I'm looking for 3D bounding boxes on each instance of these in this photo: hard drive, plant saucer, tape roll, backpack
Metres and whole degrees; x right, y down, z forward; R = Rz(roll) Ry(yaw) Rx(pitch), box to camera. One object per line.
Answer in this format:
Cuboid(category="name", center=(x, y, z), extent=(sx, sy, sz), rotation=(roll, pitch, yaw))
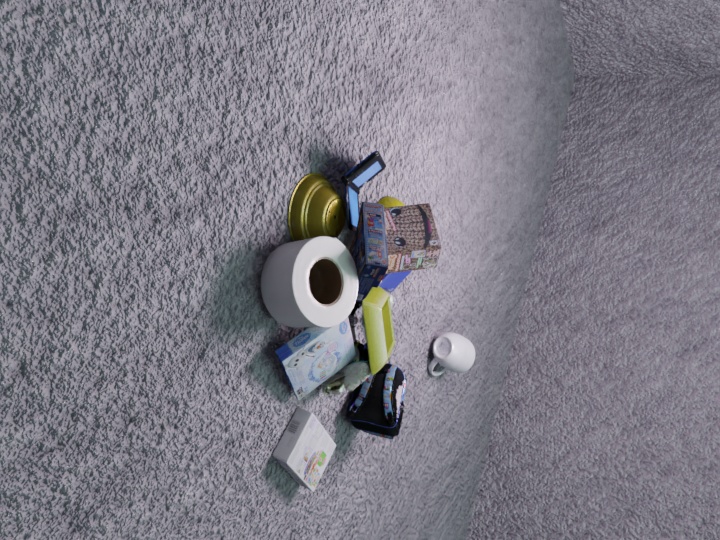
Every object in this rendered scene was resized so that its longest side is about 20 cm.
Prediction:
Cuboid(category="hard drive", center=(0.129, -0.009, 1.772), extent=(0.200, 0.026, 0.130), rotation=(-47, 155, 19))
Cuboid(category="plant saucer", center=(0.057, 0.158, 1.552), extent=(0.200, 0.046, 0.208), rotation=(-45, 128, -73))
Cuboid(category="tape roll", center=(-0.119, 0.030, 1.318), extent=(0.198, 0.137, 0.212), rotation=(6, 82, -42))
Cuboid(category="backpack", center=(0.060, 0.403, 1.770), extent=(0.136, 0.176, 0.206), rotation=(68, 32, -54))

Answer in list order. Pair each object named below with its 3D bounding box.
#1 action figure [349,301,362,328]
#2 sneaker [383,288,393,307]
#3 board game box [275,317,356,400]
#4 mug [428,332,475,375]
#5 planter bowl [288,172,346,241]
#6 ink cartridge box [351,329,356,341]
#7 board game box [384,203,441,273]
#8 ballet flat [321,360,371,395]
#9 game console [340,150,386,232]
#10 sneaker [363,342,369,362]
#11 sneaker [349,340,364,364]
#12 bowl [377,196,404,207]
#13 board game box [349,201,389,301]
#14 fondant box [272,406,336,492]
Cuboid(category="action figure", center=(-0.036, 0.094, 1.516), extent=(0.197, 0.099, 0.124), rotation=(-1, 97, -55))
Cuboid(category="sneaker", center=(0.052, 0.159, 1.785), extent=(0.085, 0.074, 0.208), rotation=(-12, 113, -32))
Cuboid(category="board game box", center=(-0.107, 0.215, 1.433), extent=(0.195, 0.043, 0.203), rotation=(-32, 144, -17))
Cuboid(category="mug", center=(0.355, 0.349, 2.286), extent=(0.201, 0.148, 0.174), rotation=(-50, 143, 10))
Cuboid(category="planter bowl", center=(-0.091, -0.140, 1.420), extent=(0.198, 0.081, 0.209), rotation=(-25, 119, -54))
Cuboid(category="ink cartridge box", center=(-0.081, 0.124, 1.574), extent=(0.159, 0.049, 0.209), rotation=(-16, 98, -56))
Cuboid(category="board game box", center=(0.116, -0.091, 1.598), extent=(0.098, 0.192, 0.164), rotation=(93, -12, -55))
Cuboid(category="ballet flat", center=(-0.040, 0.306, 1.544), extent=(0.070, 0.197, 0.074), rotation=(20, 58, -36))
Cuboid(category="game console", center=(0.018, -0.203, 1.482), extent=(0.168, 0.120, 0.200), rotation=(-36, 176, 7))
Cuboid(category="sneaker", center=(0.034, 0.269, 1.714), extent=(0.200, 0.067, 0.081), rotation=(79, 13, -78))
Cuboid(category="sneaker", center=(-0.012, 0.271, 1.641), extent=(0.083, 0.071, 0.203), rotation=(-45, 159, -26))
Cuboid(category="bowl", center=(0.117, -0.123, 1.751), extent=(0.198, 0.105, 0.208), rotation=(-25, 120, -53))
Cuboid(category="board game box", center=(0.018, -0.055, 1.407), extent=(0.201, 0.059, 0.207), rotation=(117, -22, -59))
Cuboid(category="fondant box", center=(-0.151, 0.497, 1.547), extent=(0.147, 0.057, 0.203), rotation=(-59, 143, -30))
